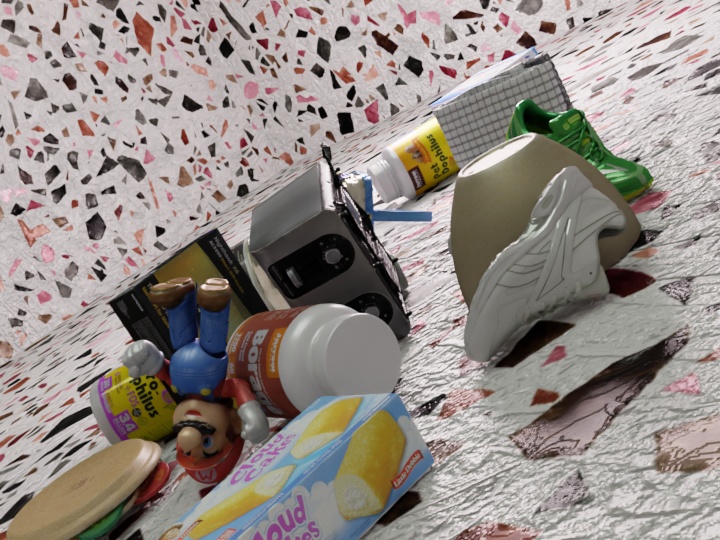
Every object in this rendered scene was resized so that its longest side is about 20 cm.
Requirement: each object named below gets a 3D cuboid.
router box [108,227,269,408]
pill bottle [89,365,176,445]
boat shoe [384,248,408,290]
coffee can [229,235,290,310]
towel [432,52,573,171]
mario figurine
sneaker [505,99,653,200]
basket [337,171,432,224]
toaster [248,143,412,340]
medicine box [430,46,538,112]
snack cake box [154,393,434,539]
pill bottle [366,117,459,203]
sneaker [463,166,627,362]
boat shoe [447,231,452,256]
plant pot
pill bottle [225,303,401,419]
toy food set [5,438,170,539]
[{"bbox_3d":[-0.169,0.075,1.079,0.052,0.201,0.157,-24,13,37],"label":"router box"},{"bbox_3d":[-0.231,0.140,1.190,0.198,0.105,0.104,-30,12,2],"label":"pill bottle"},{"bbox_3d":[0.001,0.002,1.286,0.064,0.075,0.202,-33,21,-11],"label":"boat shoe"},{"bbox_3d":[-0.205,0.058,1.364,0.198,0.148,0.147,-27,12,12],"label":"coffee can"},{"bbox_3d":[0.224,-0.204,1.368,0.199,0.167,0.085,-19,10,40],"label":"towel"},{"bbox_3d":[-0.158,0.114,0.917,0.105,0.203,0.123,-14,16,-35],"label":"mario figurine"},{"bbox_3d":[0.247,-0.139,1.103,0.074,0.084,0.199,-36,49,-28],"label":"sneaker"},{"bbox_3d":[0.000,-0.090,1.539,0.197,0.141,0.176,3,2,-20],"label":"basket"},{"bbox_3d":[-0.035,-0.015,1.097,0.118,0.182,0.201,-29,24,9],"label":"toaster"},{"bbox_3d":[0.287,-0.379,2.070,0.200,0.104,0.181,-40,15,-35],"label":"medicine box"},{"bbox_3d":[-0.053,0.177,0.710,0.199,0.068,0.114,-38,15,-34],"label":"snack cake box"},{"bbox_3d":[0.114,-0.208,1.770,0.199,0.110,0.109,-31,12,-5],"label":"pill bottle"},{"bbox_3d":[0.170,0.007,0.848,0.201,0.099,0.078,-55,-15,-4],"label":"sneaker"},{"bbox_3d":[0.174,-0.062,1.149,0.200,0.072,0.066,-42,-12,-30],"label":"boat shoe"},{"bbox_3d":[0.171,-0.062,0.984,0.199,0.136,0.200,-28,12,6],"label":"plant pot"},{"bbox_3d":[-0.049,0.091,0.938,0.112,0.113,0.199,-37,13,-30],"label":"pill bottle"},{"bbox_3d":[-0.294,0.251,1.025,0.196,0.049,0.200,-31,12,-4],"label":"toy food set"}]
